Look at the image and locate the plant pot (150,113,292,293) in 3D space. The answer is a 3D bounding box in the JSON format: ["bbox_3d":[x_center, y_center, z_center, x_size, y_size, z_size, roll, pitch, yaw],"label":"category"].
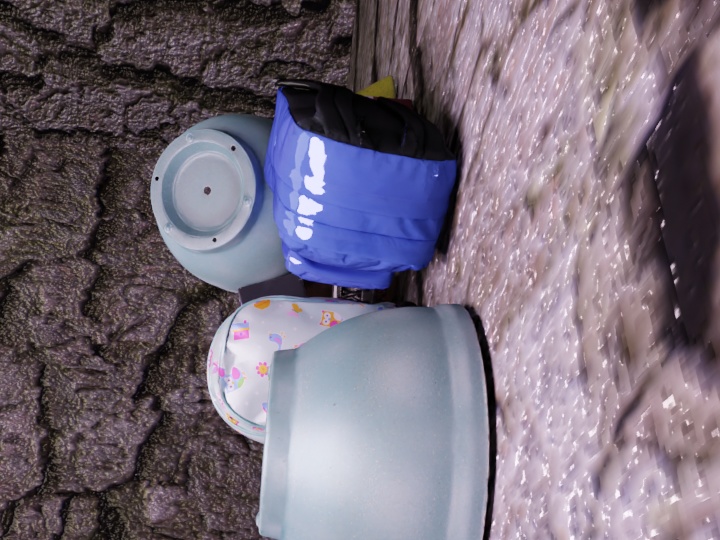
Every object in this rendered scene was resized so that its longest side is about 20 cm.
[{"bbox_3d":[-0.143,-0.078,0.763,0.134,0.195,0.206,7,-92,-76],"label":"plant pot"}]

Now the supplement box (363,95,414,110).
[{"bbox_3d":[0.002,-0.113,0.894,0.061,0.106,0.204,-98,12,-55],"label":"supplement box"}]

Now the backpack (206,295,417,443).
[{"bbox_3d":[-0.040,0.091,0.650,0.127,0.194,0.171,107,168,-68],"label":"backpack"}]

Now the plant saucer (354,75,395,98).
[{"bbox_3d":[-0.021,-0.174,1.090,0.048,0.198,0.201,45,153,20],"label":"plant saucer"}]

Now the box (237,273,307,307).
[{"bbox_3d":[-0.087,0.114,0.824,0.201,0.077,0.144,101,155,-64],"label":"box"}]

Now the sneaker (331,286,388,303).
[{"bbox_3d":[0.000,0.000,0.771,0.098,0.069,0.205,61,-142,-55],"label":"sneaker"}]

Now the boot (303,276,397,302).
[{"bbox_3d":[-0.044,0.040,0.942,0.201,0.161,0.074,107,164,-67],"label":"boot"}]

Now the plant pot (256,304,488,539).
[{"bbox_3d":[-0.002,0.121,0.491,0.200,0.130,0.206,-175,90,-85],"label":"plant pot"}]

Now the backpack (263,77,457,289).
[{"bbox_3d":[-0.002,-0.069,0.624,0.200,0.158,0.172,-122,38,-67],"label":"backpack"}]
